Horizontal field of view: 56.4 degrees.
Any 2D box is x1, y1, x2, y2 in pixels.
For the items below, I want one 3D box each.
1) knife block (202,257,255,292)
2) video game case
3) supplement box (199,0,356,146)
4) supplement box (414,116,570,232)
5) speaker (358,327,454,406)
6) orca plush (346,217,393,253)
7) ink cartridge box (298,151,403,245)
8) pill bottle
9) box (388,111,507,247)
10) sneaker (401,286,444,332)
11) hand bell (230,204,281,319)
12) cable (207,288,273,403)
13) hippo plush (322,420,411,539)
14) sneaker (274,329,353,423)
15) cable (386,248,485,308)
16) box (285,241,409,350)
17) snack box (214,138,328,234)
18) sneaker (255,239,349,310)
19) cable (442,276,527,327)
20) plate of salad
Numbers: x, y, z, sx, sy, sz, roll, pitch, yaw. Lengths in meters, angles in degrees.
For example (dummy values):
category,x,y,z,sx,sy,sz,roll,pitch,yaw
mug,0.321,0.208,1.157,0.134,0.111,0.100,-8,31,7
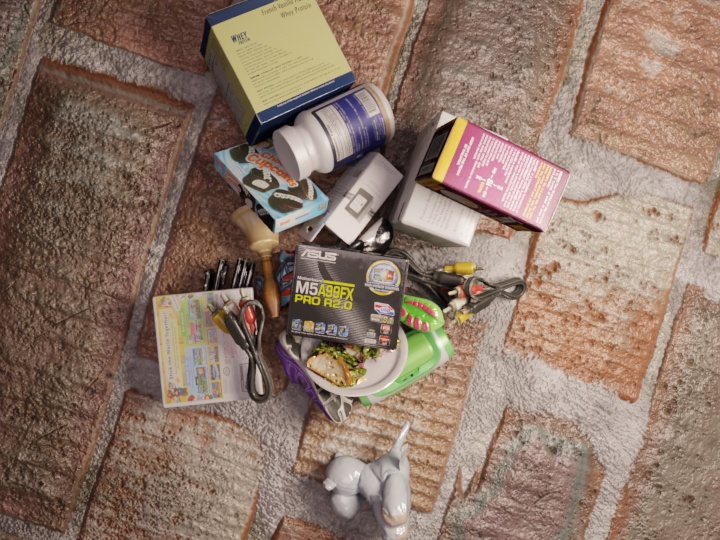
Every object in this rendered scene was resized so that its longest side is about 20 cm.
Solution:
category,x,y,z,sx,sy,sz,roll,pitch,yaw
knife block,-0.240,0.083,1.260,0.174,0.064,0.201,-30,93,-2
video game case,-0.275,0.139,1.217,0.179,0.023,0.203,-5,93,-4
supplement box,-0.151,-0.368,1.200,0.199,0.134,0.201,-29,93,-19
supplement box,0.202,-0.146,1.055,0.198,0.131,0.104,24,91,-8
speaker,0.076,0.175,1.272,0.198,0.088,0.089,-30,93,-3
orca plush,0.000,0.000,1.224,0.071,0.105,0.200,42,77,14
ink cartridge box,-0.021,-0.121,1.241,0.067,0.116,0.201,38,89,-21
pill bottle,-0.048,-0.243,1.191,0.199,0.116,0.117,-29,93,-18
box,0.149,-0.154,1.214,0.129,0.200,0.201,21,90,-6
sneaker,0.072,0.058,1.260,0.199,0.084,0.077,35,95,26
hand bell,-0.168,-0.012,1.213,0.103,0.104,0.202,-12,73,-3
cable,-0.188,0.128,1.181,0.096,0.050,0.202,-24,101,9
hippo plush,0.010,0.404,1.234,0.158,0.160,0.203,0,110,8
sneaker,-0.089,0.200,1.266,0.080,0.083,0.201,-26,75,-43
cable,0.138,0.015,1.299,0.197,0.050,0.098,14,107,8
box,-0.023,0.044,1.173,0.197,0.044,0.162,9,99,0
snack box,-0.162,-0.158,1.205,0.115,0.037,0.200,-26,58,-32
sneaker,-0.111,-0.008,1.260,0.199,0.079,0.096,-36,90,-3
cable,0.236,0.035,1.261,0.199,0.050,0.098,-23,125,-35
plate of salad,-0.011,0.136,1.225,0.197,0.048,0.202,-1,50,1
